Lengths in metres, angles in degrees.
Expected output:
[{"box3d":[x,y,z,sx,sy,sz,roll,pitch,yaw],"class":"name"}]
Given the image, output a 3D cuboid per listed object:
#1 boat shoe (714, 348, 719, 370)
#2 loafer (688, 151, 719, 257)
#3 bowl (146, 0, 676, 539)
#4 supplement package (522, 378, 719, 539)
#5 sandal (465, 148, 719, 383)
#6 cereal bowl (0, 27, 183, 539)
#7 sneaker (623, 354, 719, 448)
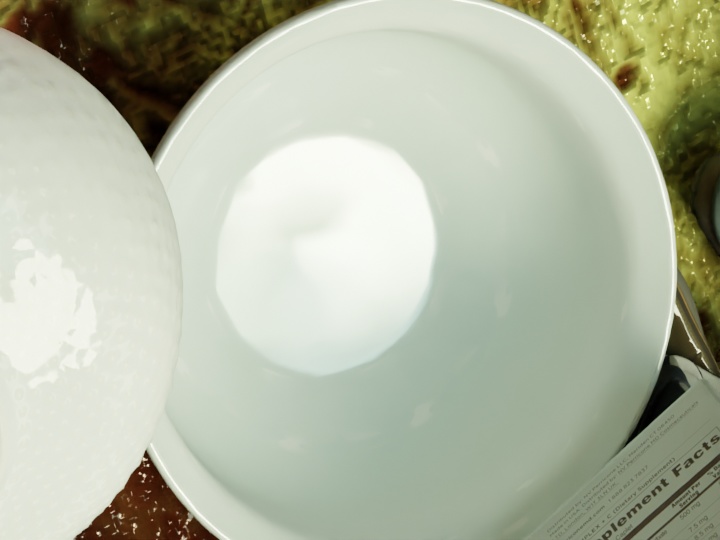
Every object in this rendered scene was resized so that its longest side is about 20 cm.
[{"box3d":[0.199,0.073,1.155,0.068,0.072,0.200,-55,135,-11],"class":"boat shoe"},{"box3d":[0.197,0.004,1.141,0.200,0.063,0.072,25,83,-31],"class":"loafer"},{"box3d":[0.000,0.000,0.978,0.200,0.090,0.202,-5,104,-21],"class":"bowl"},{"box3d":[0.132,0.168,0.965,0.156,0.111,0.200,-43,122,7],"class":"supplement package"},{"box3d":[0.088,0.029,1.075,0.081,0.055,0.201,-20,112,7],"class":"sandal"},{"box3d":[-0.149,0.025,0.842,0.199,0.083,0.201,-2,123,-3],"class":"cereal bowl"},{"box3d":[0.067,0.099,1.027,0.201,0.077,0.147,3,115,-11],"class":"sneaker"}]
